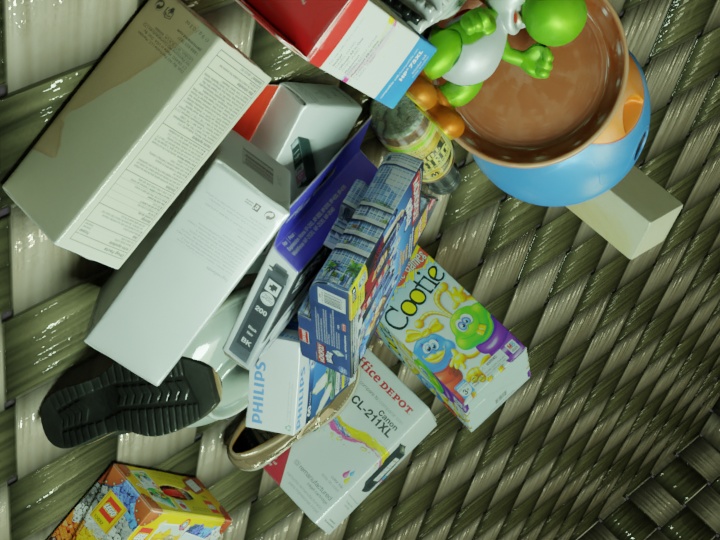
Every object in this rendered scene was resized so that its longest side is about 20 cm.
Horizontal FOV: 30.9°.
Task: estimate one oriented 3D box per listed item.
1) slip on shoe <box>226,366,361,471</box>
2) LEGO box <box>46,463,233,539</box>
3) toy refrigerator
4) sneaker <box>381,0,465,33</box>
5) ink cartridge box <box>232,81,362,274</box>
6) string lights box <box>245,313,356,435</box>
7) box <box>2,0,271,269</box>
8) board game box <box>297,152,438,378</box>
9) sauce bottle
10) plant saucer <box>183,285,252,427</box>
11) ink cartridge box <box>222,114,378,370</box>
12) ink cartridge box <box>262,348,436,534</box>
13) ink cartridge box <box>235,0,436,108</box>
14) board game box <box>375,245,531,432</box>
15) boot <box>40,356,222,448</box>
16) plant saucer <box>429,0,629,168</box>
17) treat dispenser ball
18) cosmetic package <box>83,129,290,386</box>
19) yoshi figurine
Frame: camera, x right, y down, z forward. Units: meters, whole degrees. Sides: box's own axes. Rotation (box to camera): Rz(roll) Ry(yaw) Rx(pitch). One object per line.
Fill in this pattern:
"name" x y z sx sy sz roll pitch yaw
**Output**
"slip on shoe" -0.082 0.164 1.573 0.199 0.076 0.061 -37 161 -5
"LEGO box" -0.258 0.308 1.490 0.149 0.077 0.200 -49 156 4
"toy refrigerator" 0.296 -0.106 1.629 0.076 0.200 0.070 -26 149 -39
"sneaker" 0.054 -0.246 1.190 0.200 0.075 0.081 -41 164 -14
"ink cartridge box" -0.104 -0.082 1.204 0.173 0.044 0.201 -9 135 -56
"string lights box" -0.059 0.095 1.409 0.200 0.058 0.104 -35 132 -68
"box" -0.172 -0.107 1.010 0.200 0.078 0.095 -49 156 4
"board game box" 0.010 -0.027 1.248 0.200 0.061 0.201 91 25 -63
"sauce bottle" 0.066 -0.132 1.380 0.065 0.065 0.200 -48 155 1
"plant saucer" -0.141 0.107 1.416 0.200 0.050 0.201 -38 154 -21
"ink cartridge box" -0.048 -0.028 1.272 0.198 0.043 0.201 -53 173 -49
"ink cartridge box" -0.025 0.203 1.629 0.200 0.146 0.083 -45 158 -7
"ink cartridge box" -0.032 -0.210 1.040 0.067 0.116 0.200 -51 156 11
"board game box" 0.099 0.079 1.582 0.105 0.200 0.103 -42 155 -10
"boot" -0.189 0.114 1.250 0.199 0.078 0.138 -10 179 29
"plant saucer" 0.163 -0.201 1.283 0.201 0.200 0.032 -50 172 6
"treat dispenser ball" 0.209 -0.169 1.392 0.200 0.201 0.201 -37 154 -22
"cosmetic package" -0.147 -0.014 1.118 0.200 0.081 0.113 -50 -163 15
"yoshi figurine" 0.134 -0.215 1.225 0.200 0.112 0.112 -46 -173 4
